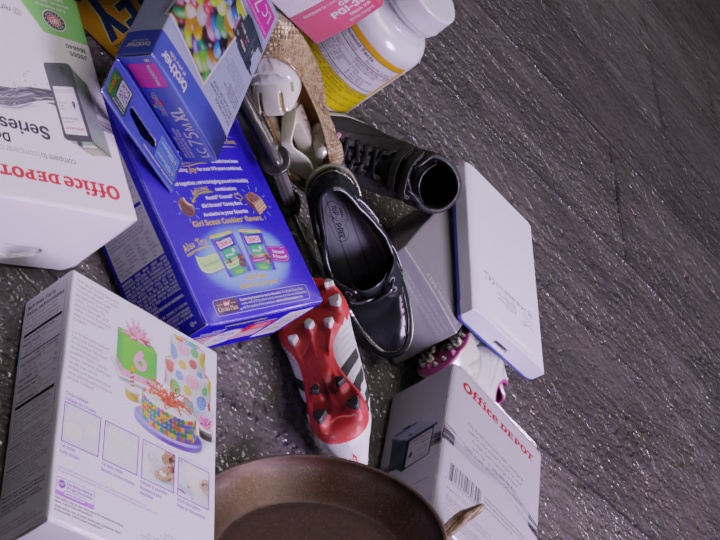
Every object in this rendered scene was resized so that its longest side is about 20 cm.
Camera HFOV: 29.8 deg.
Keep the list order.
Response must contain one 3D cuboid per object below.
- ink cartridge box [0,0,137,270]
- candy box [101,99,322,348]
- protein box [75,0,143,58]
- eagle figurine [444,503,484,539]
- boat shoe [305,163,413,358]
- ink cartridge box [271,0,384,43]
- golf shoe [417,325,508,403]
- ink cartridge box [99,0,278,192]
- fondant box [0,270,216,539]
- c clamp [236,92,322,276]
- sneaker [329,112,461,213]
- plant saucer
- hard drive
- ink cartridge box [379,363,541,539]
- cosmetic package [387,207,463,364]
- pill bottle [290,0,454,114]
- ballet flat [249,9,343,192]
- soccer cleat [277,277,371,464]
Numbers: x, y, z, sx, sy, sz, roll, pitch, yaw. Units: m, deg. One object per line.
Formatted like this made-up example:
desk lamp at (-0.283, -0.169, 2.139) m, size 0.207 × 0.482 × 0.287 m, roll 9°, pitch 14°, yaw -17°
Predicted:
ink cartridge box at (-0.262, -0.113, 0.993) m, size 0.145 × 0.084 × 0.202 m, roll 8°, pitch 57°, yaw -54°
candy box at (-0.140, -0.039, 1.124) m, size 0.169 × 0.077 × 0.201 m, roll -9°, pitch 72°, yaw -58°
protein box at (-0.192, -0.315, 1.232) m, size 0.198 × 0.134 × 0.201 m, roll 44°, pitch 33°, yaw -26°
eagle figurine at (0.041, 0.284, 1.045) m, size 0.150 × 0.153 × 0.200 m, roll 16°, pitch 22°, yaw -12°
boat shoe at (0.002, -0.001, 1.268) m, size 0.066 × 0.074 × 0.201 m, roll -114°, pitch -172°, yaw -75°
ink cartridge box at (-0.071, -0.320, 1.183) m, size 0.200 × 0.082 × 0.148 m, roll 38°, pitch 36°, yaw -48°
golf shoe at (0.117, 0.092, 1.397) m, size 0.092 × 0.075 × 0.200 m, roll 54°, pitch 26°, yaw -6°
ink cartridge box at (-0.129, -0.174, 1.064) m, size 0.120 × 0.042 × 0.201 m, roll 61°, pitch 40°, yaw -46°
fondant box at (-0.172, 0.119, 0.950) m, size 0.144 × 0.058 × 0.201 m, roll 34°, pitch 39°, yaw -37°
c clamp at (-0.080, -0.101, 1.235) m, size 0.172 × 0.027 × 0.200 m, roll 62°, pitch -3°, yaw 19°
sneaker at (0.016, -0.111, 1.357) m, size 0.198 × 0.071 × 0.099 m, roll 17°, pitch 3°, yaw -20°
plant saucer at (-0.035, 0.206, 1.006) m, size 0.200 × 0.199 × 0.037 m, roll -44°, pitch 144°, yaw -60°
hard drive at (0.142, -0.001, 1.411) m, size 0.132 × 0.025 × 0.201 m, roll 40°, pitch 36°, yaw -37°
ink cartridge box at (0.092, 0.210, 1.244) m, size 0.146 × 0.086 × 0.201 m, roll 46°, pitch 30°, yaw -23°
cosmetic package at (0.070, 0.001, 1.403) m, size 0.107 × 0.090 × 0.200 m, roll 57°, pitch 26°, yaw -9°
pill bottle at (-0.005, -0.235, 1.383) m, size 0.113 × 0.199 × 0.113 m, roll 37°, pitch 36°, yaw -33°
ballet flat at (-0.064, -0.151, 1.253) m, size 0.066 × 0.070 × 0.201 m, roll -76°, pitch 149°, yaw -42°
soccer cleat at (-0.029, 0.090, 1.199) m, size 0.201 × 0.068 × 0.086 m, roll -109°, pitch -176°, yaw -46°
